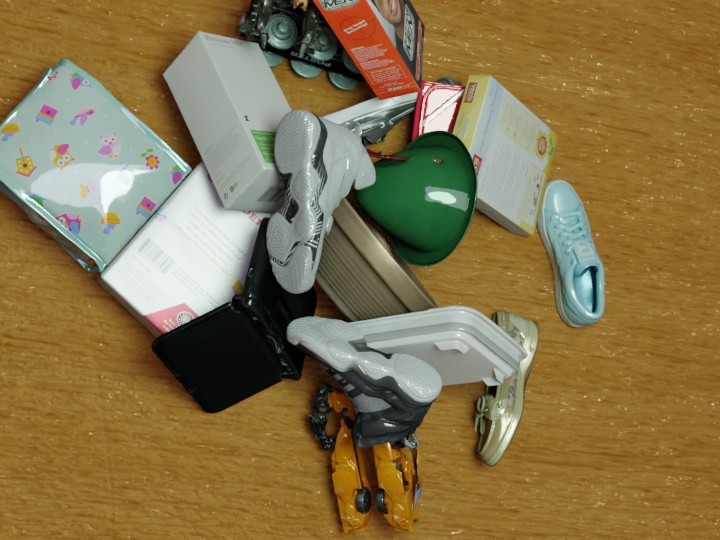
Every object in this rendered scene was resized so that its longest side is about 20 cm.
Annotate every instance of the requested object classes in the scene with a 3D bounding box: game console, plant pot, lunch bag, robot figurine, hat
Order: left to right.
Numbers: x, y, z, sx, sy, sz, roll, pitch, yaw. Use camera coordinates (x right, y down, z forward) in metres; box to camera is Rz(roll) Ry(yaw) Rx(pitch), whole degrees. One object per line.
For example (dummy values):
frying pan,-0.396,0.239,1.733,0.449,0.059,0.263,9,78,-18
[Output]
lunch bag,-0.327,-0.122,1.353,0.200,0.122,0.171,43,77,-12
game console,-0.142,0.057,1.380,0.114,0.201,0.178,3,62,17
plant pot,0.000,0.000,1.416,0.092,0.201,0.201,-40,99,3
robot figurine,0.012,0.221,1.437,0.143,0.058,0.204,-5,97,24
hat,0.013,-0.101,1.381,0.174,0.199,0.169,9,89,-36

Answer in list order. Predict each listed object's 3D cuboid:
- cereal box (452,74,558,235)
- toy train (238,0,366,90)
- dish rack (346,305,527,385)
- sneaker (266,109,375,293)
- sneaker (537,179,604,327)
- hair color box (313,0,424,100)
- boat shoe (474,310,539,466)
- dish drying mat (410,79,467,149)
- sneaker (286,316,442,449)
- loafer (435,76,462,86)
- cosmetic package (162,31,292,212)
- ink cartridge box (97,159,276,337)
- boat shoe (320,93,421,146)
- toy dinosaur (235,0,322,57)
cereal box,0.182,-0.145,1.496,0.199,0.039,0.146,28,76,-50
toy train,-0.054,-0.307,1.471,0.197,0.085,0.116,14,73,-16
dish rack,0.085,0.104,1.403,0.171,0.198,0.044,36,53,-46
sneaker,-0.041,-0.077,1.308,0.114,0.074,0.204,-6,102,-46
sneaker,0.293,-0.026,1.555,0.073,0.082,0.203,-14,91,-18
hair color box,0.013,-0.300,1.356,0.060,0.200,0.103,-8,61,23
boat shoe,0.180,0.154,1.520,0.062,0.073,0.203,20,70,-9
dish drying mat,0.098,-0.135,1.473,0.075,0.018,0.204,7,94,-3
sneaker,-0.008,0.136,1.351,0.198,0.075,0.115,23,116,18
loafer,0.118,-0.148,1.525,0.062,0.071,0.204,3,93,-35
cosmetic package,-0.141,-0.173,1.375,0.107,0.085,0.202,-2,59,-50
ink cartridge box,-0.198,-0.015,1.403,0.148,0.085,0.200,44,74,-9
boat shoe,0.002,-0.185,1.489,0.197,0.069,0.057,-21,98,-11
toy dinosaur,-0.084,-0.328,1.345,0.101,0.200,0.138,19,112,7
